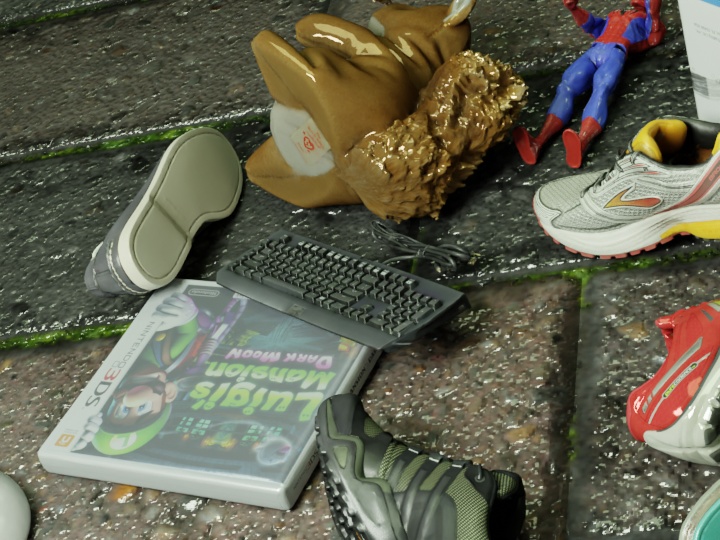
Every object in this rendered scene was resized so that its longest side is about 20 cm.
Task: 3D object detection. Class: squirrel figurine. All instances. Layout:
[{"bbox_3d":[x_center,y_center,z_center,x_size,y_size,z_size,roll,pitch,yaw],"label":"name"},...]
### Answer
[{"bbox_3d":[0.036,-0.129,1.259,0.200,0.142,0.187,30,48,31],"label":"squirrel figurine"}]

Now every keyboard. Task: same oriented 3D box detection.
[{"bbox_3d":[0.000,0.000,1.153,0.127,0.021,0.200,-30,32,-31],"label":"keyboard"}]

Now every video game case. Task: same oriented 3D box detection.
[{"bbox_3d":[-0.094,0.077,1.130,0.200,0.023,0.182,4,44,30],"label":"video game case"}]

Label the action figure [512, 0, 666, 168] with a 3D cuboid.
[{"bbox_3d":[0.178,-0.176,1.256,0.065,0.099,0.200,9,44,32],"label":"action figure"}]

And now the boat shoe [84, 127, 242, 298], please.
[{"bbox_3d":[-0.151,-0.045,1.267,0.063,0.073,0.200,-24,22,31],"label":"boat shoe"}]

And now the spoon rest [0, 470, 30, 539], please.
[{"bbox_3d":[-0.282,0.141,1.125,0.099,0.061,0.200,-26,50,-4],"label":"spoon rest"}]

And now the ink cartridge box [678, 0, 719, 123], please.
[{"bbox_3d":[0.287,-0.134,1.062,0.084,0.200,0.145,-34,39,-20],"label":"ink cartridge box"}]

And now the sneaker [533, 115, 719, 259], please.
[{"bbox_3d":[0.195,-0.065,1.098,0.200,0.082,0.078,-11,32,44],"label":"sneaker"}]

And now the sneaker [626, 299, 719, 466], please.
[{"bbox_3d":[0.222,0.031,0.996,0.085,0.077,0.200,8,44,42],"label":"sneaker"}]

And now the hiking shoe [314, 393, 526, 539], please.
[{"bbox_3d":[0.042,0.139,0.958,0.101,0.076,0.200,-20,45,-13],"label":"hiking shoe"}]

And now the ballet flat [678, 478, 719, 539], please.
[{"bbox_3d":[0.252,0.110,0.902,0.200,0.067,0.064,-28,6,-11],"label":"ballet flat"}]
